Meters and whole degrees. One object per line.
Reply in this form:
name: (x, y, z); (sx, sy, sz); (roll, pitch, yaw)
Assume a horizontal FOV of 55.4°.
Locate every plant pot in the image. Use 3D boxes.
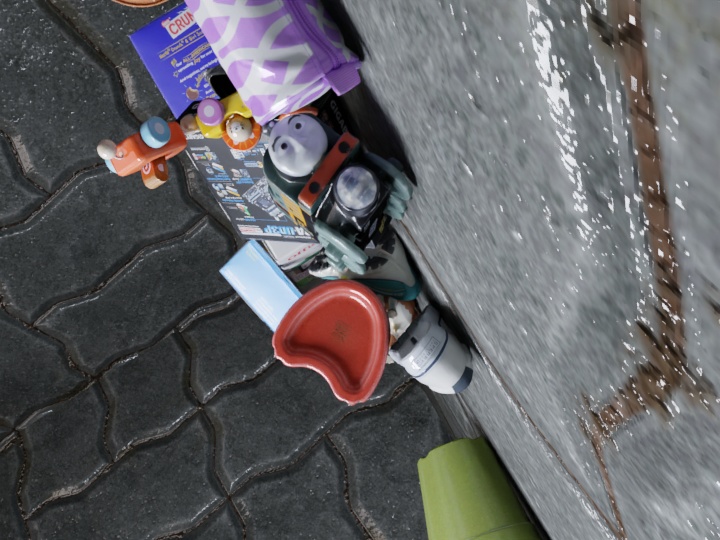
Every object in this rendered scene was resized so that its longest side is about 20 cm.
plant pot: (0.171, 0.369, 1.054); (0.201, 0.195, 0.194); (62, -171, -59)

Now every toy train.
toy train: (-0.024, -0.060, 0.539); (0.113, 0.086, 0.200); (36, 177, 3)
toy train: (-0.111, -0.120, 0.558); (0.057, 0.197, 0.150); (63, -146, -8)

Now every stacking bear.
stacking bear: (-0.017, 0.077, 0.802); (0.119, 0.116, 0.200); (30, 175, 6)

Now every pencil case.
pencil case: (-0.074, -0.192, 0.412); (0.084, 0.084, 0.203); (-11, 115, 48)

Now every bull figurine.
bull figurine: (0.037, 0.045, 0.950); (0.201, 0.064, 0.124); (55, -156, -40)

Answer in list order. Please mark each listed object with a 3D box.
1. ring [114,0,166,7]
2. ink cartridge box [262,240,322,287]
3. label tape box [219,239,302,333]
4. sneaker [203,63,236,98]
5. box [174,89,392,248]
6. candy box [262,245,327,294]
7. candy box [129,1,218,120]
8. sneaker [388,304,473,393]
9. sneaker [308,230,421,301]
ring: (-0.199, -0.315, 0.539); (0.204, 0.197, 0.019); (60, -142, -14)
ink cartridge box: (-0.064, -0.063, 0.970); (0.085, 0.144, 0.200); (56, 178, 10)
label tape box: (-0.134, 0.031, 0.979); (0.145, 0.063, 0.200); (49, 172, -8)
sneaker: (-0.094, -0.153, 0.745); (0.200, 0.075, 0.081); (43, -143, 14)
box: (-0.082, -0.100, 0.705); (0.196, 0.047, 0.161); (5, 139, 36)
candy box: (-0.052, 0.000, 1.097); (0.199, 0.136, 0.061); (41, 170, 25)
candy box: (-0.191, -0.268, 0.945); (0.203, 0.167, 0.077); (61, 174, -16)
sneaker: (0.076, 0.090, 0.726); (0.071, 0.073, 0.200); (42, -174, -1)
sneaker: (0.000, 0.000, 0.831); (0.080, 0.078, 0.198); (48, 164, -27)
